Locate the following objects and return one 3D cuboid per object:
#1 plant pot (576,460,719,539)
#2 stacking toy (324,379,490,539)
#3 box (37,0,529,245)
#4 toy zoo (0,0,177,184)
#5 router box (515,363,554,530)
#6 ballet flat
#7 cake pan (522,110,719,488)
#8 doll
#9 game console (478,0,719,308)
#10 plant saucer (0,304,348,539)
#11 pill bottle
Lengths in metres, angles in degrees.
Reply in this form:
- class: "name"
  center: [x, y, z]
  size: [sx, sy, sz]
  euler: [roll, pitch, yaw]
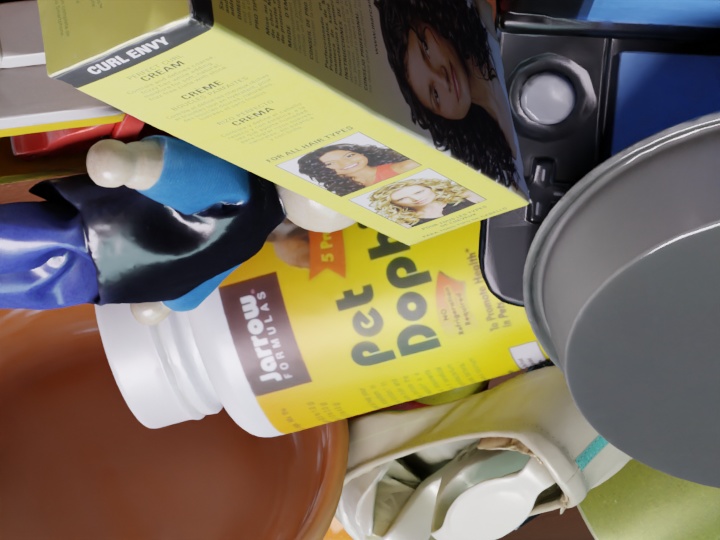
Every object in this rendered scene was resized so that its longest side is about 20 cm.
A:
- class: "plant pot"
  center: [0.241, 0.095, 1.544]
  size: [0.199, 0.188, 0.187]
  euler: [-34, 160, 18]
- class: "stacking toy"
  center: [0.021, 0.029, 1.146]
  size: [0.145, 0.147, 0.200]
  euler: [-3, 152, -36]
- class: "box"
  center: [-0.019, -0.069, 0.758]
  size: [0.050, 0.076, 0.200]
  euler: [-20, 159, 26]
- class: "toy zoo"
  center: [-0.074, -0.064, 0.883]
  size: [0.198, 0.021, 0.131]
  euler: [-9, 166, -17]
- class: "router box"
  center: [0.135, 0.033, 1.189]
  size: [0.149, 0.051, 0.200]
  euler: [-47, 170, 21]
- class: "ballet flat"
  center: [0.033, 0.087, 1.043]
  size: [0.069, 0.070, 0.200]
  euler: [-3, 165, -36]
- class: "cake pan"
  center: [0.156, 0.018, 0.898]
  size: [0.199, 0.037, 0.201]
  euler: [2, 143, 1]
- class: "doll"
  center: [-0.090, -0.014, 0.916]
  size: [0.198, 0.049, 0.137]
  euler: [-11, 156, -8]
- class: "game console"
  center: [0.143, -0.045, 0.861]
  size: [0.198, 0.174, 0.119]
  euler: [3, -158, 0]
- class: "plant saucer"
  center: [-0.103, 0.080, 1.066]
  size: [0.199, 0.201, 0.038]
  euler: [-11, 140, -8]
- class: "pill bottle"
  center: [0.000, 0.000, 1.020]
  size: [0.199, 0.110, 0.109]
  euler: [-16, 166, 10]
